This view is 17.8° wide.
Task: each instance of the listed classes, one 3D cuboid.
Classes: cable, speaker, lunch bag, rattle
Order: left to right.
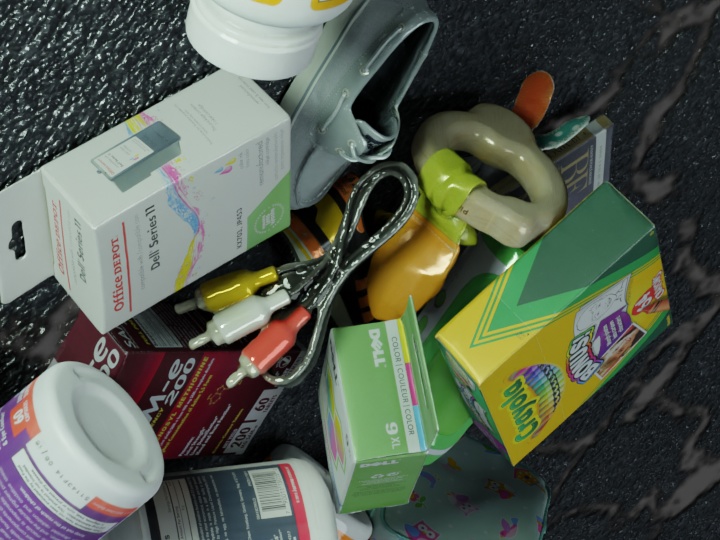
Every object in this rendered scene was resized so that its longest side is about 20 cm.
[{"bbox_3d":[-0.030,0.008,1.627,0.199,0.097,0.050,-37,174,6],"label":"cable"},{"bbox_3d":[0.077,0.219,1.995,0.200,0.159,0.077,-67,-179,-62],"label":"lunch bag"},{"bbox_3d":[0.083,0.056,1.815,0.088,0.088,0.201,4,127,-53],"label":"speaker"},{"bbox_3d":[0.092,-0.054,1.734,0.200,0.129,0.144,-65,169,-60],"label":"rattle"}]

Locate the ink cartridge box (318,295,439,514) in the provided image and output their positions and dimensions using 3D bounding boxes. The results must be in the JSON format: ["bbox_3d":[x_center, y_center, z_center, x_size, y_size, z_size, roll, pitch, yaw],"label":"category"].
[{"bbox_3d":[0.010,0.102,1.697,0.059,0.105,0.200,-7,161,-8],"label":"ink cartridge box"}]

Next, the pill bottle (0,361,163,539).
[{"bbox_3d":[-0.239,0.161,1.565,0.200,0.112,0.111,-39,154,21],"label":"pill bottle"}]

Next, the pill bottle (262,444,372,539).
[{"bbox_3d":[-0.092,0.251,1.911,0.200,0.110,0.109,-48,151,5],"label":"pill bottle"}]

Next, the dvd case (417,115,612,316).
[{"bbox_3d":[0.124,-0.027,1.875,0.199,0.016,0.149,-33,149,-20],"label":"dvd case"}]

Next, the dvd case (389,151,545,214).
[{"bbox_3d":[0.089,-0.041,1.861,0.199,0.016,0.149,-9,136,-46],"label":"dvd case"}]

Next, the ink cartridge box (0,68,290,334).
[{"bbox_3d":[-0.143,-0.038,1.519,0.199,0.067,0.118,-31,149,-23],"label":"ink cartridge box"}]

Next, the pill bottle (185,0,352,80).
[{"bbox_3d":[-0.043,-0.217,1.371,0.112,0.113,0.201,-19,142,-37],"label":"pill bottle"}]

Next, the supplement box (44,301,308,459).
[{"bbox_3d":[-0.141,0.081,1.682,0.199,0.061,0.109,1,128,-51],"label":"supplement box"}]

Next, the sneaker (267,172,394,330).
[{"bbox_3d":[0.000,0.000,1.742,0.090,0.070,0.200,-39,147,-4],"label":"sneaker"}]

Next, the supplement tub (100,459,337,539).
[{"bbox_3d":[-0.123,0.221,1.733,0.198,0.141,0.141,-5,139,-13],"label":"supplement tub"}]

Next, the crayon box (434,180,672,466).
[{"bbox_3d":[0.149,0.045,1.727,0.172,0.058,0.200,-42,156,-7],"label":"crayon box"}]

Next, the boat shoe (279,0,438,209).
[{"bbox_3d":[-0.006,-0.112,1.593,0.070,0.072,0.202,-11,137,-45],"label":"boat shoe"}]
